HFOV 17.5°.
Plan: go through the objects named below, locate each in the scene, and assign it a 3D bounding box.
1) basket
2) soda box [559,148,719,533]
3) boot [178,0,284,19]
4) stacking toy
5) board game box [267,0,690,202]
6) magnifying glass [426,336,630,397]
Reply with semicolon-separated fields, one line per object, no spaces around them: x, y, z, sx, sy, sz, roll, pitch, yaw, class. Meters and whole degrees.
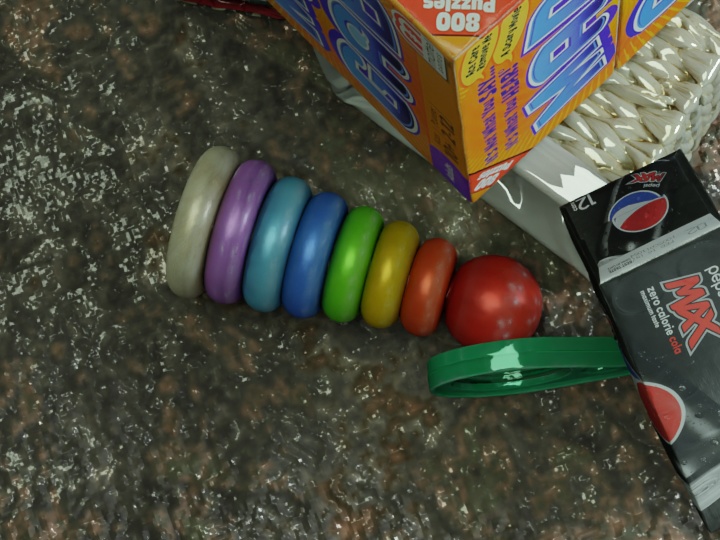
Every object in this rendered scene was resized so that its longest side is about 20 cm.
0.089;-0.104;1.234;0.200;0.136;0.124;37;84;12;basket
0.167;0.039;1.168;0.071;0.200;0.063;-26;41;4;soda box
-0.010;-0.212;1.295;0.202;0.073;0.155;9;85;16;boot
0.000;0.000;1.259;0.199;0.085;0.086;17;84;6;stacking toy
0.052;-0.193;1.087;0.200;0.200;0.200;-43;75;-7;board game box
0.134;0.047;1.239;0.199;0.080;0.023;-7;77;-3;magnifying glass
